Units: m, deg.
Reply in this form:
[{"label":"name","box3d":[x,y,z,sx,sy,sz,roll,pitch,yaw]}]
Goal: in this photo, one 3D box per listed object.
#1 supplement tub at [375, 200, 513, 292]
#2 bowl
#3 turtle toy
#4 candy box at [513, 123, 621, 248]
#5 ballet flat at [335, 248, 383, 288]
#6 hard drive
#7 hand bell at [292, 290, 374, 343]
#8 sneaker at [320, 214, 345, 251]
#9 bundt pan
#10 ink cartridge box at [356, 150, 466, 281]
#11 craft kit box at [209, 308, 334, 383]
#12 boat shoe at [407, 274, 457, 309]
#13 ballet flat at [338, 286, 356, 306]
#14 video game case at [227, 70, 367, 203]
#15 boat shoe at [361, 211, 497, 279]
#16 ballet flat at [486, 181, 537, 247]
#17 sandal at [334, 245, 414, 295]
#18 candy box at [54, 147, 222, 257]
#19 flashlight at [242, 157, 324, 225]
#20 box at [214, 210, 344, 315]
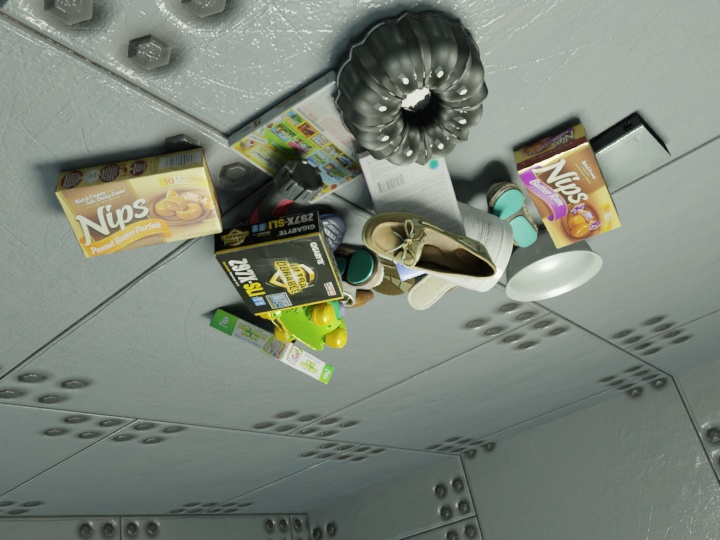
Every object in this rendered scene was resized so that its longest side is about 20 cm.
[{"label":"supplement tub","box3d":[0.132,-0.055,1.089,0.199,0.132,0.132,19,142,-14]},{"label":"bowl","box3d":[0.378,-0.022,1.354,0.200,0.091,0.201,-11,152,-6]},{"label":"turtle toy","box3d":[-0.086,0.081,1.212,0.145,0.101,0.200,5,146,24]},{"label":"candy box","box3d":[0.346,-0.135,1.104,0.116,0.057,0.200,-20,134,22]},{"label":"ballet flat","box3d":[0.000,0.000,1.145,0.067,0.068,0.200,18,174,-27]},{"label":"hard drive","box3d":[0.415,-0.177,1.150,0.200,0.033,0.139,-32,147,32]},{"label":"hand bell","box3d":[-0.063,0.073,1.372,0.199,0.104,0.104,-14,155,-26]},{"label":"sneaker","box3d":[-0.114,-0.041,1.134,0.200,0.082,0.074,-33,126,16]},{"label":"bundt pan","box3d":[0.071,-0.213,0.838,0.201,0.076,0.202,-10,137,-9]},{"label":"ink cartridge box","box3d":[0.080,-0.095,0.979,0.119,0.042,0.201,-21,108,-2]},{"label":"craft kit box","box3d":[-0.179,0.157,1.369,0.199,0.049,0.198,20,165,32]},{"label":"boat shoe","box3d":[0.183,0.006,1.354,0.200,0.072,0.060,-37,-173,16]},{"label":"ballet flat","box3d":[-0.092,0.040,1.293,0.199,0.070,0.069,5,147,-30]},{"label":"video game case","box3d":[-0.056,-0.181,0.953,0.181,0.023,0.200,-26,150,22]},{"label":"boat shoe","box3d":[0.100,-0.033,0.949,0.199,0.063,0.074,12,105,-13]},{"label":"ballet flat","box3d":[0.255,-0.110,1.159,0.068,0.075,0.200,-33,145,11]},{"label":"sandal","box3d":[0.021,-0.011,1.271,0.199,0.054,0.080,21,133,-25]},{"label":"candy box","box3d":[-0.305,-0.094,0.934,0.199,0.055,0.116,-10,131,-4]},{"label":"flashlight","box3d":[-0.115,-0.096,0.998,0.067,0.068,0.200,-18,171,-35]},{"label":"box","box3d":[-0.121,-0.006,1.037,0.159,0.050,0.200,-9,149,4]}]
